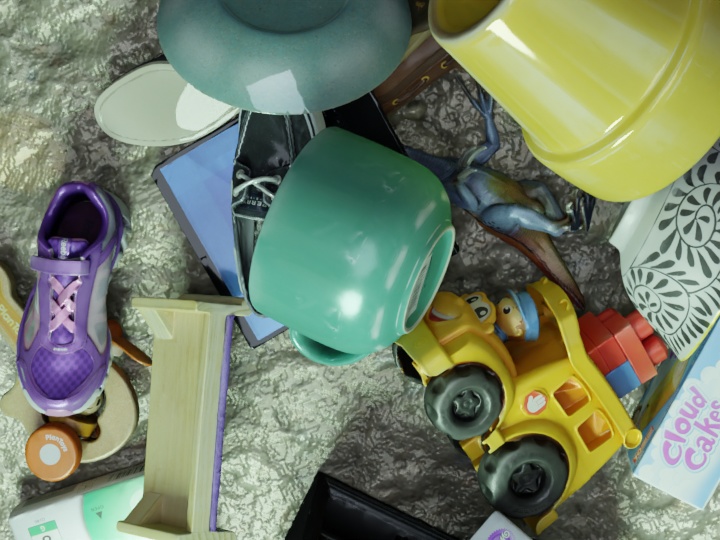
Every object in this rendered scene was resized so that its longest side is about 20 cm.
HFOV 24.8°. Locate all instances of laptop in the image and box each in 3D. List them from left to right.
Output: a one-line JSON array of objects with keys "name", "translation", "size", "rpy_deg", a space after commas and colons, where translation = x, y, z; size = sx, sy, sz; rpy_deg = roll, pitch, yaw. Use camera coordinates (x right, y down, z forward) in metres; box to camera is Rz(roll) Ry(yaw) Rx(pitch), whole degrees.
[{"name": "laptop", "translation": [-0.048, -0.050, 1.324], "size": [0.103, 0.199, 0.178], "rpy_deg": [-36, 100, -33]}]

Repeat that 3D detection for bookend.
[{"name": "bookend", "translation": [0.025, 0.275, 1.337], "size": [0.197, 0.200, 0.093], "rpy_deg": [26, 102, -1]}]

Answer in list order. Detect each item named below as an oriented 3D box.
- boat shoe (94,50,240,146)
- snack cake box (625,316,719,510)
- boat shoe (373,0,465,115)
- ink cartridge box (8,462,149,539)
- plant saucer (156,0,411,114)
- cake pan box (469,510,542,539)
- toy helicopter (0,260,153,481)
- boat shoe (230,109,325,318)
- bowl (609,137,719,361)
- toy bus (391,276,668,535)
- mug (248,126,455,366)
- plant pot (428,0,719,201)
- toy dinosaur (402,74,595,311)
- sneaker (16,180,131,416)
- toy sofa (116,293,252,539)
[{"name": "boat shoe", "translation": [-0.122, -0.160, 1.334], "size": [0.198, 0.063, 0.073], "rpy_deg": [-20, 118, 17]}, {"name": "snack cake box", "translation": [0.290, 0.079, 1.326], "size": [0.067, 0.115, 0.201], "rpy_deg": [26, 101, -2]}, {"name": "boat shoe", "translation": [0.073, -0.198, 1.315], "size": [0.199, 0.072, 0.068], "rpy_deg": [-35, 130, 1]}, {"name": "ink cartridge box", "translation": [-0.197, 0.275, 1.428], "size": [0.159, 0.050, 0.202], "rpy_deg": [-18, 97, 7]}, {"name": "plant saucer", "translation": [-0.058, -0.205, 1.259], "size": [0.199, 0.202, 0.039], "rpy_deg": [6, 141, 2]}, {"name": "cake pan box", "translation": [0.097, 0.305, 1.298], "size": [0.200, 0.184, 0.052], "rpy_deg": [-49, 50, -5]}, {"name": "toy helicopter", "translation": [-0.259, 0.067, 1.377], "size": [0.132, 0.079, 0.201], "rpy_deg": [-39, 91, 11]}, {"name": "boat shoe", "translation": [-0.072, -0.060, 1.284], "size": [0.071, 0.068, 0.202], "rpy_deg": [12, 116, 19]}, {"name": "bowl", "translation": [0.252, -0.041, 1.266], "size": [0.094, 0.201, 0.202], "rpy_deg": [27, 101, 5]}, {"name": "toy bus", "translation": [0.141, 0.077, 1.313], "size": [0.191, 0.136, 0.201], "rpy_deg": [-36, 115, 3]}, {"name": "mug", "translation": [0.004, -0.011, 1.235], "size": [0.114, 0.185, 0.153], "rpy_deg": [24, 77, 15]}, {"name": "plant pot", "translation": [0.161, -0.181, 1.210], "size": [0.188, 0.201, 0.202], "rpy_deg": [29, 103, -27]}, {"name": "toy dinosaur", "translation": [0.092, -0.057, 1.329], "size": [0.180, 0.105, 0.202], "rpy_deg": [8, 113, 20]}, {"name": "sneaker", "translation": [-0.235, 0.014, 1.316], "size": [0.079, 0.089, 0.202], "rpy_deg": [7, 70, -1]}, {"name": "toy sofa", "translation": [-0.131, 0.120, 1.335], "size": [0.082, 0.097, 0.203], "rpy_deg": [2, 86, 43]}]
